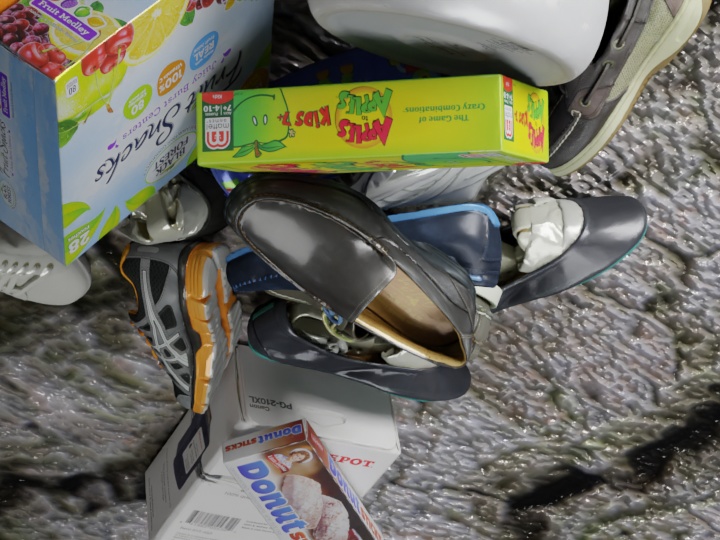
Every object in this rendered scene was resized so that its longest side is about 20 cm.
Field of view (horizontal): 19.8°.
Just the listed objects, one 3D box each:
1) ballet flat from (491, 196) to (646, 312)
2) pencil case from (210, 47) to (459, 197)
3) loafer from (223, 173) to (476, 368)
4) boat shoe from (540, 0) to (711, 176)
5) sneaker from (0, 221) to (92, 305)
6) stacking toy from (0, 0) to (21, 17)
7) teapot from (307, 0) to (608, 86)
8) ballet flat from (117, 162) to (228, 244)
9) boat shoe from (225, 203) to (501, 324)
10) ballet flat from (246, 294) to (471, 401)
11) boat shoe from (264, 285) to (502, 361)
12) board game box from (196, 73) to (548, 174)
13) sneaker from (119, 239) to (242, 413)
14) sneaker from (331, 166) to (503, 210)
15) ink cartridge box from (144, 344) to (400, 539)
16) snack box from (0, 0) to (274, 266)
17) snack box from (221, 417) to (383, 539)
[{"bbox_3d":[0.116,-0.011,1.543,0.199,0.073,0.073,-25,139,23],"label":"ballet flat"},{"bbox_3d":[-0.012,-0.101,1.397,0.199,0.087,0.078,-18,161,19],"label":"pencil case"},{"bbox_3d":[0.000,0.000,1.358,0.199,0.072,0.073,25,118,-25],"label":"loafer"},{"bbox_3d":[0.164,-0.146,1.401,0.065,0.073,0.200,21,131,-16],"label":"boat shoe"},{"bbox_3d":[-0.276,-0.004,1.480,0.073,0.085,0.200,-36,135,28],"label":"sneaker"},{"bbox_3d":[-0.213,-0.173,1.275,0.146,0.147,0.200,-31,155,26],"label":"stacking toy"},{"bbox_3d":[0.064,-0.204,1.247,0.196,0.147,0.200,12,176,4],"label":"teapot"},{"bbox_3d":[-0.158,-0.059,1.444,0.068,0.069,0.200,-29,137,24],"label":"ballet flat"},{"bbox_3d":[0.000,0.000,1.445,0.199,0.069,0.084,-10,178,19],"label":"boat shoe"},{"bbox_3d":[0.010,0.056,1.620,0.199,0.073,0.073,14,137,-22],"label":"ballet flat"},{"bbox_3d":[0.005,0.023,1.518,0.201,0.061,0.072,9,167,30],"label":"boat shoe"},{"bbox_3d":[0.008,-0.089,1.292,0.199,0.048,0.102,-2,179,21],"label":"board game box"},{"bbox_3d":[-0.138,0.037,1.575,0.077,0.078,0.200,13,143,8],"label":"sneaker"},{"bbox_3d":[0.035,-0.067,1.465,0.199,0.078,0.099,-21,144,18],"label":"sneaker"},{"bbox_3d":[-0.076,0.160,1.719,0.144,0.085,0.200,12,138,-24],"label":"ink cartridge box"},{"bbox_3d":[-0.138,-0.126,1.274,0.200,0.068,0.169,-41,155,-32],"label":"snack box"},{"bbox_3d":[-0.043,0.187,1.670,0.072,0.024,0.200,-16,141,11],"label":"snack box"}]
